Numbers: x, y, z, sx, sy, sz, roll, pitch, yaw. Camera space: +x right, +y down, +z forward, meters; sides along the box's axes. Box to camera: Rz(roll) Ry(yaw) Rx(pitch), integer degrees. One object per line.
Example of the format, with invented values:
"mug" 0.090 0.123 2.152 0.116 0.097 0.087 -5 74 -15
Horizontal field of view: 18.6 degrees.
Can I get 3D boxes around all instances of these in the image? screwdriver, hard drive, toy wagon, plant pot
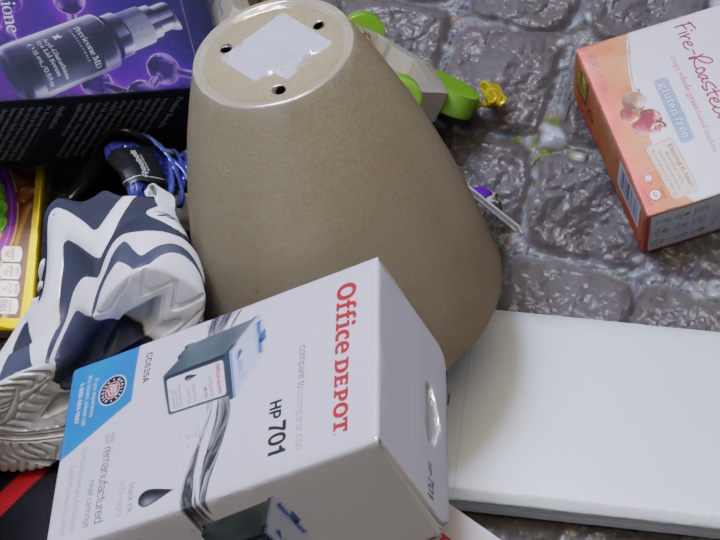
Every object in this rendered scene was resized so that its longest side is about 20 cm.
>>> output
"screwdriver" 0.052 -0.065 1.419 0.028 0.029 0.200 -42 46 -6
"hard drive" 0.145 0.094 1.373 0.199 0.026 0.132 5 64 7
"toy wagon" 0.001 -0.135 1.441 0.200 0.155 0.040 21 108 -17
"plant pot" -0.027 -0.054 1.283 0.187 0.200 0.188 -9 44 9

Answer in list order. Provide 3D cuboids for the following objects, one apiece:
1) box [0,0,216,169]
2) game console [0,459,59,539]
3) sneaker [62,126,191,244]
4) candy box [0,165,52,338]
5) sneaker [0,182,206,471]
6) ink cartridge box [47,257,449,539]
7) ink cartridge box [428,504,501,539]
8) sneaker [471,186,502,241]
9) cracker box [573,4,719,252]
"box" -0.201 -0.152 1.396 0.199 0.104 0.148 -8 70 -27
"game console" -0.177 0.109 1.348 0.177 0.031 0.200 29 65 39
"sneaker" -0.111 -0.046 1.409 0.199 0.115 0.081 -21 65 -7
"candy box" -0.255 -0.055 1.449 0.102 0.026 0.201 0 76 8
"sneaker" -0.171 0.024 1.322 0.079 0.199 0.130 28 30 -26
"ink cartridge box" -0.060 0.097 1.202 0.200 0.086 0.147 -22 38 18
"ink cartridge box" -0.010 0.227 1.248 0.147 0.145 0.200 34 69 20
"sneaker" 0.000 0.000 1.406 0.200 0.070 0.099 -42 62 -18
"cracker box" 0.256 -0.108 1.450 0.199 0.058 0.134 -18 64 -6
